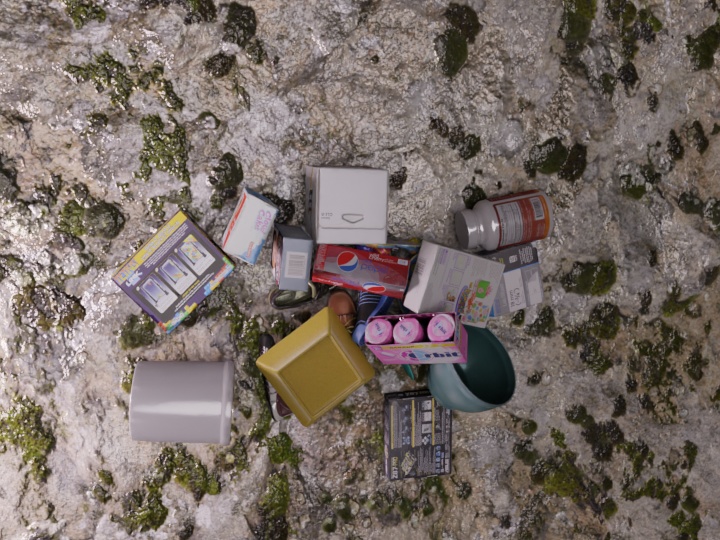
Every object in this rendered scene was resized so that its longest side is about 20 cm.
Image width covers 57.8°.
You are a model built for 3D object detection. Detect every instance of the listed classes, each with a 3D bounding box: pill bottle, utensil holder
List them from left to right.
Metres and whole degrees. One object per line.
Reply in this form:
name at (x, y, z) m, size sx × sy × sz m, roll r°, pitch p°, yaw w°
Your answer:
utensil holder at (-0.362, 0.268, 1.343) m, size 0.195 × 0.170 × 0.174 m, roll 4°, pitch 100°, yaw -11°
pill bottle at (0.316, -0.108, 1.447) m, size 0.195 × 0.112 × 0.115 m, roll -12°, pitch 103°, yaw -9°

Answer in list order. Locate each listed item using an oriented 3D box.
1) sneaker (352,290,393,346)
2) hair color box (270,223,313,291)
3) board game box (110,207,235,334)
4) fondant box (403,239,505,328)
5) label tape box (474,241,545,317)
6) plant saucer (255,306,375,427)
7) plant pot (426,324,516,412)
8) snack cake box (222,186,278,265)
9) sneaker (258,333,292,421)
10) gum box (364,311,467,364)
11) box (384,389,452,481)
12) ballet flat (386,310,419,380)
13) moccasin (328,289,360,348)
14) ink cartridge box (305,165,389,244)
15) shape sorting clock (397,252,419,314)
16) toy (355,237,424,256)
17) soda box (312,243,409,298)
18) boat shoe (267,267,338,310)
sneaker at (0.022, 0.063, 1.415) m, size 0.077 × 0.070 × 0.202 m, roll 23°, pitch 70°, yaw 23°
hair color box at (-0.142, -0.030, 1.316) m, size 0.059 × 0.200 × 0.101 m, roll 5°, pitch 100°, yaw -13°
board game box at (-0.382, 0.001, 1.345) m, size 0.200 × 0.057 × 0.166 m, roll -43°, pitch 104°, yaw -1°
fondant box at (0.200, 0.030, 1.380) m, size 0.197 × 0.058 × 0.147 m, roll 14°, pitch 97°, yaw -32°
label tape box at (0.313, 0.025, 1.495) m, size 0.196 × 0.063 × 0.147 m, roll -16°, pitch 103°, yaw -9°
plant saucer at (-0.088, 0.214, 1.379) m, size 0.198 × 0.048 × 0.202 m, roll -36°, pitch 111°, yaw -4°
plant pot at (0.231, 0.231, 1.460) m, size 0.198 × 0.203 × 0.134 m, roll 33°, pitch 134°, yaw -16°
snack cake box at (-0.220, -0.093, 1.287) m, size 0.066 × 0.200 × 0.117 m, roll 26°, pitch 95°, yaw -16°
sneaker at (-0.157, 0.224, 1.435) m, size 0.113 × 0.076 × 0.205 m, roll -12°, pitch 111°, yaw -17°
gum box at (0.113, 0.142, 1.344) m, size 0.196 × 0.114 × 0.068 m, roll -5°, pitch 61°, yaw 21°
box at (0.136, 0.385, 1.533) m, size 0.157 × 0.049 × 0.205 m, roll -4°, pitch 101°, yaw -13°
ballet flat at (0.089, 0.153, 1.474) m, size 0.075 × 0.068 × 0.201 m, roll -41°, pitch 102°, yaw -11°
moccasin at (-0.035, 0.143, 1.433) m, size 0.072 × 0.078 × 0.206 m, roll -2°, pitch 102°, yaw 0°
ink cartridge box at (-0.032, -0.137, 1.319) m, size 0.142 × 0.200 × 0.148 m, roll 0°, pitch 101°, yaw -12°
shape sorting clock at (0.179, 0.047, 1.470) m, size 0.195 × 0.039 × 0.205 m, roll 0°, pitch 104°, yaw -1°
toy at (0.045, -0.047, 1.396) m, size 0.195 × 0.115 × 0.048 m, roll 0°, pitch 99°, yaw -12°
soda box at (0.000, 0.000, 1.356) m, size 0.195 × 0.070 × 0.065 m, roll 12°, pitch 67°, yaw -1°
boat shoe at (-0.105, 0.035, 1.406) m, size 0.197 × 0.066 × 0.073 m, roll -24°, pitch 104°, yaw -7°
